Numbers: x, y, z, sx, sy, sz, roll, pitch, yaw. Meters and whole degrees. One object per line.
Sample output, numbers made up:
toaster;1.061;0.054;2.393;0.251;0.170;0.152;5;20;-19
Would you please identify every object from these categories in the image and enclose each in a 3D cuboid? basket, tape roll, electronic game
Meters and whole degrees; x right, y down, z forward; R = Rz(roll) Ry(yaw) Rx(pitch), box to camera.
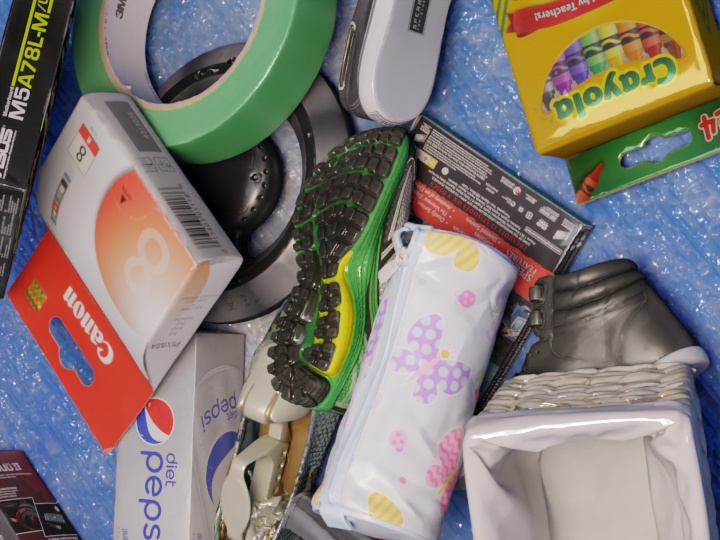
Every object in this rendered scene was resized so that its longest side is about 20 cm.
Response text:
basket;0.145;0.162;1.308;0.135;0.123;0.200;-5;104;13
tape roll;-0.110;-0.176;1.520;0.200;0.048;0.201;-10;72;33
electronic game;-0.089;-0.062;1.535;0.200;0.042;0.200;-7;76;30

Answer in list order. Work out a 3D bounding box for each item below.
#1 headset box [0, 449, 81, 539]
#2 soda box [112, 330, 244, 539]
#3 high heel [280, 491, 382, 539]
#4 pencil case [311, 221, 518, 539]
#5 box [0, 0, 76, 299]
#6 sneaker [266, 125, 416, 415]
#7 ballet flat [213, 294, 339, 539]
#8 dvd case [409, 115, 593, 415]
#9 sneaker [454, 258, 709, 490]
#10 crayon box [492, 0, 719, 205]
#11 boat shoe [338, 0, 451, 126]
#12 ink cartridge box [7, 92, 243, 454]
headset box;-0.273;0.237;1.603;0.149;0.075;0.200;-46;68;19
soda box;-0.127;0.141;1.533;0.068;0.063;0.200;0;87;31
high heel;-0.021;0.262;1.441;0.142;0.071;0.200;28;107;45
pencil case;0.034;0.072;1.372;0.083;0.091;0.200;12;81;31
box;-0.237;-0.104;1.512;0.047;0.200;0.194;16;66;-7
sneaker;0.000;0.000;1.447;0.078;0.085;0.200;3;74;47
ballet flat;-0.058;0.112;1.479;0.074;0.074;0.200;16;103;29
dvd case;0.048;0.017;1.467;0.146;0.022;0.200;35;103;26
sneaker;0.118;0.064;1.403;0.200;0.071;0.099;-32;69;20
crayon box;0.157;-0.156;1.391;0.127;0.051;0.200;-22;78;26
boat shoe;0.030;-0.193;1.466;0.066;0.070;0.200;8;84;55
ink cartridge box;-0.180;0.004;1.496;0.200;0.050;0.162;-53;59;29
